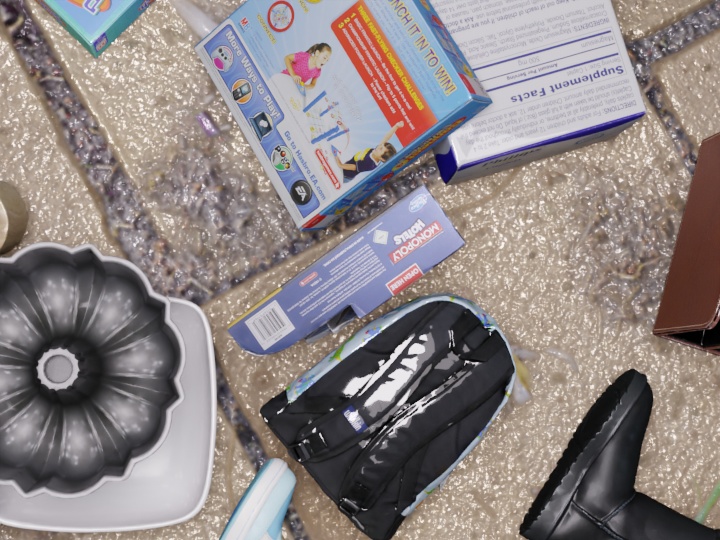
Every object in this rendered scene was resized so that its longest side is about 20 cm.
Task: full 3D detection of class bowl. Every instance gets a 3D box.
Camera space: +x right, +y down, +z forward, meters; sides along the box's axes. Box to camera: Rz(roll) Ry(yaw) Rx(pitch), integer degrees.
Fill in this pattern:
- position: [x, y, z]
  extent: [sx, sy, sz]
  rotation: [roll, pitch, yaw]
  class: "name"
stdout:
- position: [-0.224, 0.123, 0.993]
  extent: [0.198, 0.075, 0.201]
  rotation: [1, 83, -6]
  class: "bowl"

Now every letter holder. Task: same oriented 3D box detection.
- position: [0.361, -0.027, 1.039]
  extent: [0.100, 0.142, 0.201]
  rotation: [17, 82, -4]
  class: "letter holder"

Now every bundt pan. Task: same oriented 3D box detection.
- position: [-0.238, 0.081, 0.921]
  extent: [0.200, 0.076, 0.203]
  rotation: [1, 83, -6]
  class: "bundt pan"

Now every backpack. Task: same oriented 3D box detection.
- position: [0.041, 0.107, 1.000]
  extent: [0.163, 0.154, 0.200]
  rotation: [45, 103, 2]
  class: "backpack"

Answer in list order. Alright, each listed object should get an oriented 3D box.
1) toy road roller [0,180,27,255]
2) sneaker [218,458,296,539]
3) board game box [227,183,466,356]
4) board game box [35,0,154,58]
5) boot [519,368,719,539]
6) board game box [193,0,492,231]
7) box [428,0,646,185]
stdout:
- position: [-0.381, 0.009, 0.970]
  extent: [0.199, 0.123, 0.147]
  rotation: [-12, 97, -2]
  class: "toy road roller"
- position: [-0.071, 0.274, 0.993]
  extent: [0.130, 0.080, 0.201]
  rotation: [25, 91, -1]
  class: "sneaker"
- position: [0.000, 0.000, 0.989]
  extent: [0.200, 0.200, 0.062]
  rotation: [-36, 91, 11]
  class: "board game box"
- position: [-0.232, -0.322, 1.056]
  extent: [0.152, 0.045, 0.200]
  rotation: [44, 81, -1]
  class: "board game box"
- position: [0.256, 0.212, 1.036]
  extent: [0.162, 0.073, 0.199]
  rotation: [33, 88, 1]
  class: "boot"
- position: [-0.019, -0.172, 0.997]
  extent: [0.195, 0.056, 0.201]
  rotation: [-35, 79, 23]
  class: "board game box"
- position: [0.137, -0.202, 1.053]
  extent: [0.183, 0.105, 0.201]
  rotation: [-16, 85, -6]
  class: "box"
